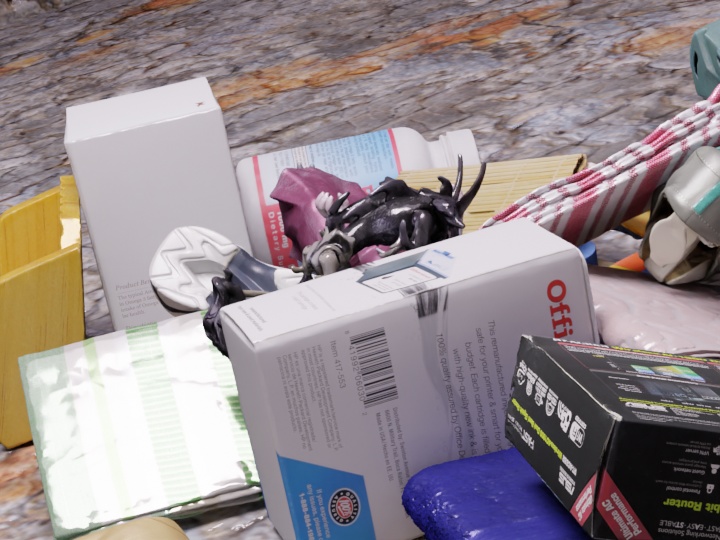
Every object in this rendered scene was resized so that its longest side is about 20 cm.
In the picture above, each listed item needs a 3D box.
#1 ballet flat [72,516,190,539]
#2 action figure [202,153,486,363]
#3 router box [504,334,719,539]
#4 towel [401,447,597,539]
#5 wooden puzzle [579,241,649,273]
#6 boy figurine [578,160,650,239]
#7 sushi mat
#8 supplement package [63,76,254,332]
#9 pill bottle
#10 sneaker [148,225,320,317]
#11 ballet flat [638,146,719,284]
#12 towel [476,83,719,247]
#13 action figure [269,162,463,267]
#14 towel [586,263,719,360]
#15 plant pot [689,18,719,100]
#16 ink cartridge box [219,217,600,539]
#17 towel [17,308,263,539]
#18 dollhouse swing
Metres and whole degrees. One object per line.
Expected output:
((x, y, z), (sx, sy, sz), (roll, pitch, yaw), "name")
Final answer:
((-0.180, 0.187, 0.962), (0.200, 0.069, 0.063), (-20, 34, -19), "ballet flat")
((0.002, 0.007, 1.117), (0.200, 0.102, 0.119), (-31, 29, -14), "action figure")
((0.188, 0.091, 0.899), (0.200, 0.062, 0.150), (8, 12, -12), "router box")
((0.119, 0.146, 0.934), (0.147, 0.050, 0.200), (-10, 17, -16), "towel")
((0.143, 0.025, 1.260), (0.185, 0.046, 0.200), (-26, 23, -35), "wooden puzzle")
((0.217, -0.038, 1.306), (0.200, 0.124, 0.064), (15, 69, 52), "boy figurine")
((0.082, -0.043, 1.345), (0.200, 0.012, 0.096), (-2, 58, 49), "sushi mat")
((-0.146, -0.031, 1.352), (0.117, 0.200, 0.117), (-13, 19, -5), "supplement package")
((0.002, -0.059, 1.489), (0.200, 0.109, 0.109), (-12, 19, 0), "pill bottle")
((-0.054, 0.051, 1.256), (0.199, 0.080, 0.130), (23, -17, 10), "sneaker")
((0.204, -0.024, 1.127), (0.064, 0.067, 0.200), (-46, -11, -9), "ballet flat")
((0.154, -0.049, 1.165), (0.200, 0.030, 0.146), (-27, -13, -6), "towel")
((0.000, 0.000, 1.268), (0.134, 0.149, 0.200), (5, 23, -27), "action figure")
((0.214, 0.040, 1.091), (0.191, 0.032, 0.200), (9, 11, -24), "towel")
((0.388, -0.162, 1.452), (0.196, 0.200, 0.200), (-20, 19, -2), "plant pot")
((0.035, 0.070, 1.038), (0.200, 0.147, 0.086), (-17, 19, -16), "ink cartridge box")
((-0.110, 0.093, 1.138), (0.200, 0.023, 0.153), (-15, 54, -6), "towel")
((-0.295, 0.034, 1.336), (0.176, 0.182, 0.200), (-2, 18, -8), "dollhouse swing")
